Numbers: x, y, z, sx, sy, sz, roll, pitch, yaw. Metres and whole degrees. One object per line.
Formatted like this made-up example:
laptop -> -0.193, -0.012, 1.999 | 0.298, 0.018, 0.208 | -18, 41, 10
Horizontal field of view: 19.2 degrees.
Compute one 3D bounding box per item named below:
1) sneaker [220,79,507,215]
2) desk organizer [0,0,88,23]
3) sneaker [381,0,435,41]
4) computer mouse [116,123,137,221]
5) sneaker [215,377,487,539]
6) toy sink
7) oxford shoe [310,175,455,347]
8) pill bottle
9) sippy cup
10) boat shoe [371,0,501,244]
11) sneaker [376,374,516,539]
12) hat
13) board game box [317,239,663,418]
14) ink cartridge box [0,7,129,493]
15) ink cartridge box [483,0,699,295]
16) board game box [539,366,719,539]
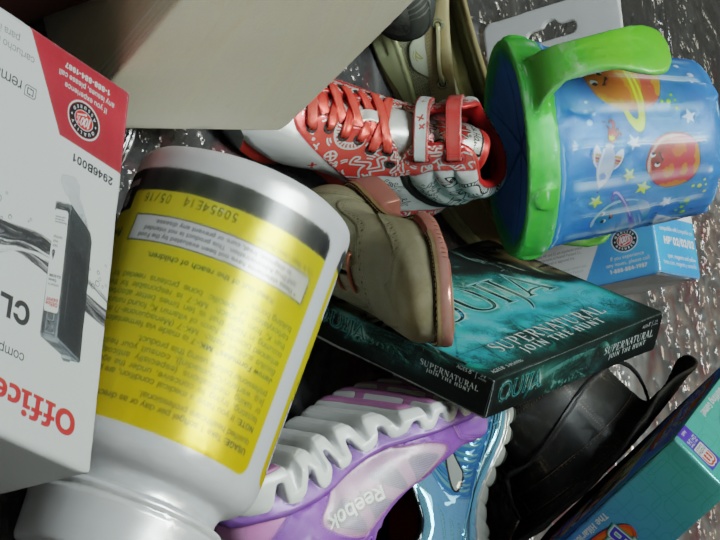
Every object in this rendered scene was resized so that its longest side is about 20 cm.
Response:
sneaker -> 0.005, -0.089, 1.261 | 0.201, 0.108, 0.068 | 32, 53, -47
desk organizer -> -0.186, -0.223, 1.049 | 0.072, 0.077, 0.201 | 6, 74, -55
sneaker -> -0.028, -0.207, 1.297 | 0.200, 0.066, 0.091 | 54, 42, -24
computer mouse -> -0.086, -0.006, 1.154 | 0.200, 0.044, 0.110 | 34, 51, -46
sneaker -> -0.007, 0.120, 1.183 | 0.200, 0.080, 0.089 | -21, 106, -37
toy sink -> -0.060, -0.164, 1.057 | 0.130, 0.200, 0.113 | -2, 67, -33
oxford shoe -> 0.000, 0.000, 1.174 | 0.073, 0.200, 0.071 | -6, 105, -15
pill bottle -> -0.088, 0.052, 1.035 | 0.114, 0.114, 0.201 | 37, 66, -44
sippy cup -> 0.152, -0.080, 1.328 | 0.178, 0.130, 0.141 | -152, -121, -80
boat shoe -> 0.070, -0.103, 1.404 | 0.073, 0.063, 0.202 | -41, 113, -53
sneaker -> 0.036, 0.110, 1.268 | 0.090, 0.078, 0.201 | 29, 53, -40
hat -> 0.119, 0.101, 1.340 | 0.081, 0.201, 0.201 | 43, 36, 4
board game box -> 0.074, 0.030, 1.265 | 0.200, 0.135, 0.028 | -16, 124, -54
ink cartridge box -> -0.188, -0.014, 0.967 | 0.144, 0.083, 0.201 | 32, 54, -48
ink cartridge box -> 0.159, -0.083, 1.482 | 0.068, 0.115, 0.201 | 7, 73, -55
board game box -> 0.158, 0.141, 1.246 | 0.045, 0.200, 0.152 | 44, 33, 5
